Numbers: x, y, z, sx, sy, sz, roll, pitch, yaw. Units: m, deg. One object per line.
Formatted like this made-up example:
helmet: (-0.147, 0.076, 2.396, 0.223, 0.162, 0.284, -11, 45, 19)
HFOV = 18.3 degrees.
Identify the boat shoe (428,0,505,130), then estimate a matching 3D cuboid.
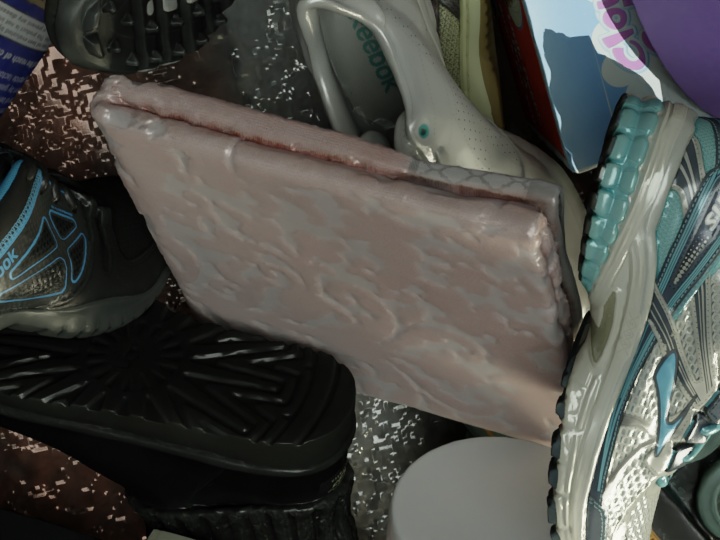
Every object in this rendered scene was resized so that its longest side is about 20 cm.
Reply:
boat shoe: (0.019, -0.112, 0.963, 0.066, 0.072, 0.202, -14, 109, -8)

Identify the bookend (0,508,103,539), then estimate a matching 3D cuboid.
bookend: (-0.188, 0.126, 0.923, 0.199, 0.092, 0.199, 18, 139, -5)

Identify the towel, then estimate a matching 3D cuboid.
towel: (0.000, 0.000, 0.905, 0.190, 0.200, 0.032, 15, 65, 18)

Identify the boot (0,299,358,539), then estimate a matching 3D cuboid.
boot: (-0.094, 0.095, 0.995, 0.210, 0.080, 0.158, 18, 135, 19)

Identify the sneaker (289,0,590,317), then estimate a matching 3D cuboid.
sneaker: (0.028, -0.040, 0.910, 0.075, 0.089, 0.200, -31, 105, 20)

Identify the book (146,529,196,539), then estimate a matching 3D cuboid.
book: (-0.097, 0.229, 0.957, 0.048, 0.134, 0.201, 15, 130, 17)

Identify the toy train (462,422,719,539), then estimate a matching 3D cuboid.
toy train: (0.115, 0.075, 1.015, 0.114, 0.085, 0.200, -37, 104, 13)

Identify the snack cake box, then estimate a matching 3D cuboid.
snack cake box: (0.083, -0.153, 0.938, 0.067, 0.115, 0.201, -17, 105, -3)

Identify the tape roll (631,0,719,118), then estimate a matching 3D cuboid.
tape roll: (0.185, -0.161, 0.902, 0.085, 0.200, 0.201, -5, 109, 39)

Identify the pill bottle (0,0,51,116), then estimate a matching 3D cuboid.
pill bottle: (-0.209, -0.076, 0.922, 0.116, 0.116, 0.200, 34, 97, -13)

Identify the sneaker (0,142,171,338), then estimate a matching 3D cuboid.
sneaker: (-0.136, -0.016, 0.909, 0.073, 0.200, 0.082, 24, 113, 22)

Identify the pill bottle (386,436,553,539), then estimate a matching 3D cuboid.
pill bottle: (0.053, 0.178, 0.978, 0.116, 0.117, 0.201, -2, 127, -6)

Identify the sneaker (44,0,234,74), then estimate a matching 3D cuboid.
sneaker: (-0.085, -0.141, 0.899, 0.090, 0.200, 0.067, 14, 130, 21)

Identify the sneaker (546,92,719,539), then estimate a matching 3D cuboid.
sneaker: (0.120, 0.037, 0.834, 0.086, 0.078, 0.201, 11, 119, 12)
